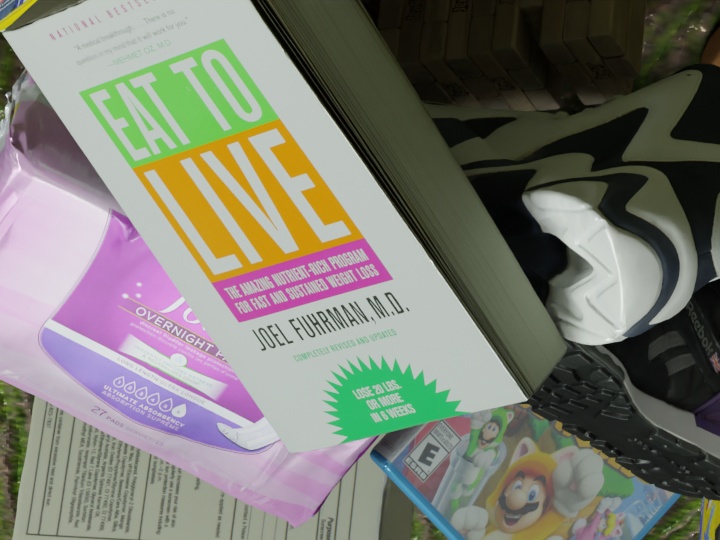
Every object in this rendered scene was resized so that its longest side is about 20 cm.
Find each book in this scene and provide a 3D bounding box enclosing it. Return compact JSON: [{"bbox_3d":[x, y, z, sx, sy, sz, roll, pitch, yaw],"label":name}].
[{"bbox_3d":[-0.029,-0.030,1.065,0.133,0.048,0.200,-17,113,45],"label":"book"}]

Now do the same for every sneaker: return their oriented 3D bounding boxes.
[{"bbox_3d":[0.087,-0.035,1.127,0.129,0.080,0.199,-18,-163,-31],"label":"sneaker"},{"bbox_3d":[0.109,0.023,1.234,0.076,0.088,0.200,1,156,40],"label":"sneaker"}]

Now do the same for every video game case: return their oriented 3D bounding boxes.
[{"bbox_3d":[0.112,0.051,1.296,0.143,0.200,0.018,48,172,-36],"label":"video game case"}]

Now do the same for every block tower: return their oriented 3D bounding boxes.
[{"bbox_3d":[0.018,-0.093,1.176,0.200,0.058,0.054,-5,153,25],"label":"block tower"}]

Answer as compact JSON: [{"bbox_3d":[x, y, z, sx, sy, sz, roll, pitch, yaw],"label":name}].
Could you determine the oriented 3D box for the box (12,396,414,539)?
[{"bbox_3d":[-0.074,0.117,1.568,0.200,0.128,0.109,3,156,9],"label":"box"}]

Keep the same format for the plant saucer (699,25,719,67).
[{"bbox_3d":[0.240,-0.064,1.205,0.200,0.038,0.200,5,156,2],"label":"plant saucer"}]

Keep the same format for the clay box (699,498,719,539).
[{"bbox_3d":[0.219,0.123,1.522,0.048,0.115,0.200,9,155,-3],"label":"clay box"}]

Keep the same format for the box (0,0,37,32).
[{"bbox_3d":[-0.057,-0.139,1.085,0.070,0.064,0.200,22,152,-29],"label":"box"}]

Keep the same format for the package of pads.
[{"bbox_3d":[-0.076,0.010,1.180,0.200,0.076,0.121,28,128,-13],"label":"package of pads"}]
